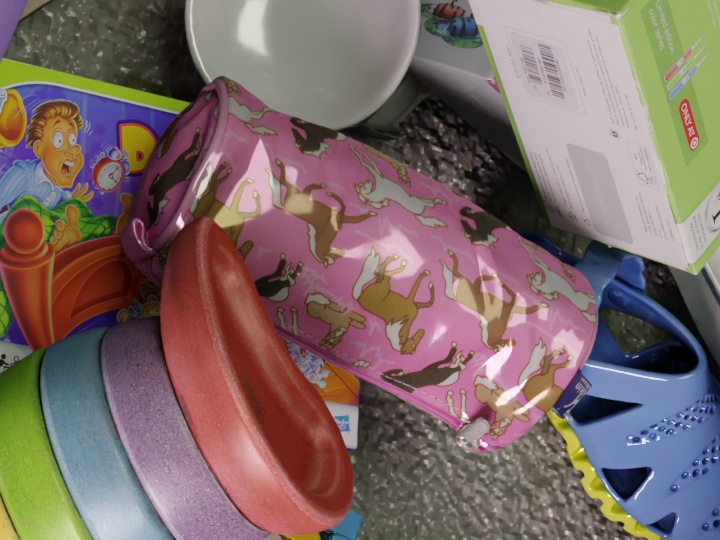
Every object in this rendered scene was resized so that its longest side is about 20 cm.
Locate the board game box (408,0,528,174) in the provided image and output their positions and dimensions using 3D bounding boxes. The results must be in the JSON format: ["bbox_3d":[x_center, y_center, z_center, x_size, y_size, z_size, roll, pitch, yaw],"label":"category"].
[{"bbox_3d":[0.112,-0.148,1.116,0.147,0.064,0.201,35,76,-50],"label":"board game box"}]

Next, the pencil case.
[{"bbox_3d":[0.000,0.000,1.011,0.199,0.083,0.087,28,33,-21],"label":"pencil case"}]

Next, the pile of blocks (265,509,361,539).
[{"bbox_3d":[-0.027,0.152,1.024,0.082,0.062,0.201,-16,94,-40],"label":"pile of blocks"}]

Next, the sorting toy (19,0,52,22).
[{"bbox_3d":[-0.135,-0.233,1.052,0.199,0.070,0.200,-38,98,-32],"label":"sorting toy"}]

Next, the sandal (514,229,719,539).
[{"bbox_3d":[0.127,0.054,1.122,0.200,0.087,0.080,43,59,-16],"label":"sandal"}]

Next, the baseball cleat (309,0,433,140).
[{"bbox_3d":[0.020,-0.159,1.122,0.106,0.070,0.201,20,86,-35],"label":"baseball cleat"}]

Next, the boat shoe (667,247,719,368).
[{"bbox_3d":[0.195,0.004,1.172,0.201,0.070,0.071,62,26,1],"label":"boat shoe"}]

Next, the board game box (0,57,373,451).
[{"bbox_3d":[-0.094,-0.003,1.031,0.199,0.045,0.135,12,71,-27],"label":"board game box"}]

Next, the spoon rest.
[{"bbox_3d":[-0.016,-0.157,1.043,0.099,0.061,0.201,9,86,5],"label":"spoon rest"}]

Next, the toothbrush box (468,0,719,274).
[{"bbox_3d":[0.147,-0.123,1.050,0.200,0.086,0.146,-48,137,-24],"label":"toothbrush box"}]

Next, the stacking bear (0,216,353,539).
[{"bbox_3d":[-0.118,0.086,0.927,0.199,0.114,0.122,-26,109,11],"label":"stacking bear"}]

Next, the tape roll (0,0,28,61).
[{"bbox_3d":[-0.217,-0.123,0.899,0.199,0.200,0.085,29,65,-21],"label":"tape roll"}]
